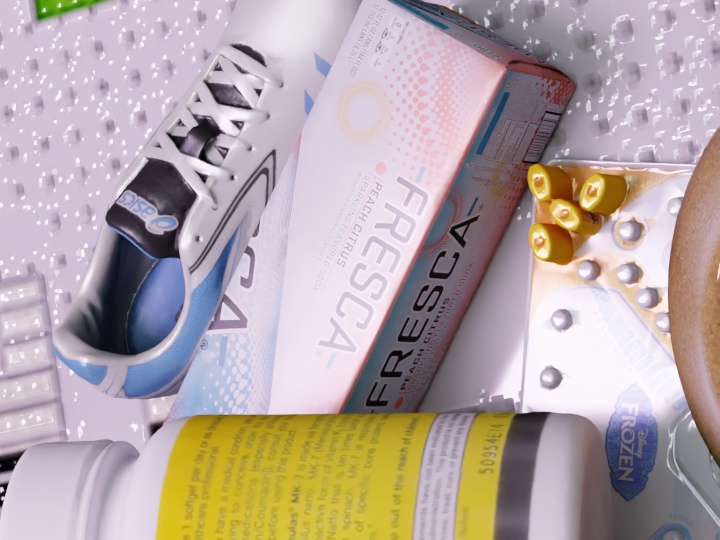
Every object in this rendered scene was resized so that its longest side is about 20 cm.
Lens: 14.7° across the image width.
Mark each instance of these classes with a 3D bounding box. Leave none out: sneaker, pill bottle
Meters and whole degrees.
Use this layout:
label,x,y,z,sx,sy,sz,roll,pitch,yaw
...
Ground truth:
label,x,y,z,sx,sy,sz,roll,pitch,yaw
sneaker,-0.053,-0.039,1.063,0.072,0.072,0.201,32,102,27
pill bottle,-0.017,0.106,0.955,0.199,0.114,0.115,-1,88,12

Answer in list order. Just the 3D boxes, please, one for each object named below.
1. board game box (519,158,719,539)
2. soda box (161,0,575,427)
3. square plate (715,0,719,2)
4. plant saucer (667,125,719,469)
label,x,y,z,sx,sy,sz,roll,pitch,yaw
board game box,0.141,0.064,0.976,0.199,0.026,0.201,4,90,29
soda box,0.000,0.000,1.036,0.068,0.063,0.201,31,102,26
square plate,0.093,-0.226,0.969,0.198,0.028,0.201,31,99,12
plant saucer,0.182,0.021,0.895,0.199,0.035,0.201,8,106,31
